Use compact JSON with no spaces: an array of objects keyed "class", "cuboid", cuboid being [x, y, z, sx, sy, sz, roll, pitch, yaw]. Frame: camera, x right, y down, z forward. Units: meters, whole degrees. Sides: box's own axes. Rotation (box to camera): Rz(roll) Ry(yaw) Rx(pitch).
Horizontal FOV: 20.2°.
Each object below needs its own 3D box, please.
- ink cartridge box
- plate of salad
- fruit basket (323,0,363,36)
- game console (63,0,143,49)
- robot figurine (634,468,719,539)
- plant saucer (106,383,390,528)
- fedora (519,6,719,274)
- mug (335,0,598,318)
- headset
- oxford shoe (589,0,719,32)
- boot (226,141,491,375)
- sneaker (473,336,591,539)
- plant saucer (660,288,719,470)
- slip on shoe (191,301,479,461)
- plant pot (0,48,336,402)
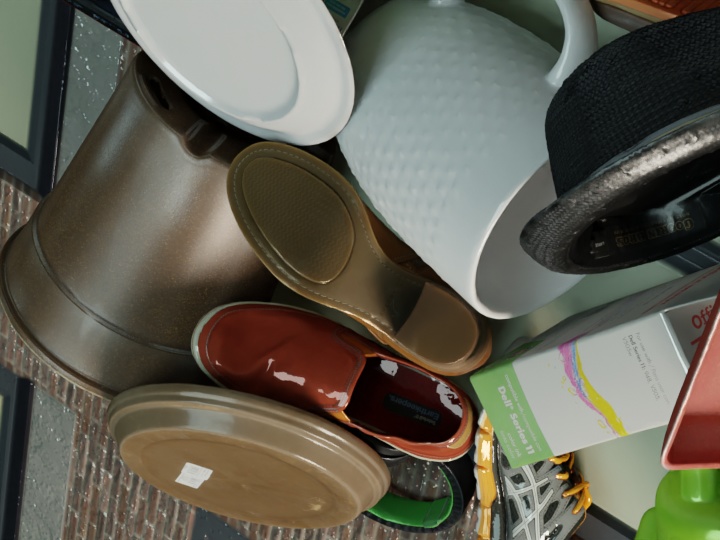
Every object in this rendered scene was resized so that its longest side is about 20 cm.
[{"class":"ink cartridge box","cuboid":[0.179,0.050,1.206,0.200,0.117,0.068,-23,93,45]},{"class":"plate of salad","cuboid":[-0.079,-0.159,1.213,0.200,0.048,0.200,30,151,19]},{"class":"fruit basket","cuboid":[-0.035,-0.258,1.253,0.200,0.094,0.186,33,96,39]},{"class":"game console","cuboid":[-0.103,-0.238,1.326,0.200,0.172,0.119,32,154,27]},{"class":"robot figurine","cuboid":[0.239,0.185,1.218,0.175,0.116,0.201,2,111,28]},{"class":"plant saucer","cuboid":[-0.079,0.131,1.368,0.199,0.030,0.200,12,156,6]},{"class":"fedora","cuboid":[0.167,-0.077,1.069,0.200,0.200,0.092,-39,64,44]},{"class":"mug","cuboid":[0.075,-0.102,1.211,0.175,0.147,0.201,45,130,30]},{"class":"headset","cuboid":[-0.010,0.117,1.398,0.200,0.094,0.123,47,141,-16]},{"class":"oxford shoe","cuboid":[0.209,-0.116,1.139,0.200,0.071,0.073,28,130,28]},{"class":"boot","cuboid":[0.000,0.000,1.310,0.200,0.155,0.074,43,91,6]},{"class":"sneaker","cuboid":[0.117,0.139,1.344,0.077,0.078,0.201,4,112,15]},{"class":"plant saucer","cuboid":[0.269,0.018,1.088,0.037,0.199,0.201,-116,32,-48]},{"class":"slip on shoe","cuboid":[-0.015,0.070,1.321,0.199,0.074,0.061,22,170,2]},{"class":"plant pot","cuboid":[-0.124,-0.041,1.392,0.200,0.200,0.199,43,123,18]}]
